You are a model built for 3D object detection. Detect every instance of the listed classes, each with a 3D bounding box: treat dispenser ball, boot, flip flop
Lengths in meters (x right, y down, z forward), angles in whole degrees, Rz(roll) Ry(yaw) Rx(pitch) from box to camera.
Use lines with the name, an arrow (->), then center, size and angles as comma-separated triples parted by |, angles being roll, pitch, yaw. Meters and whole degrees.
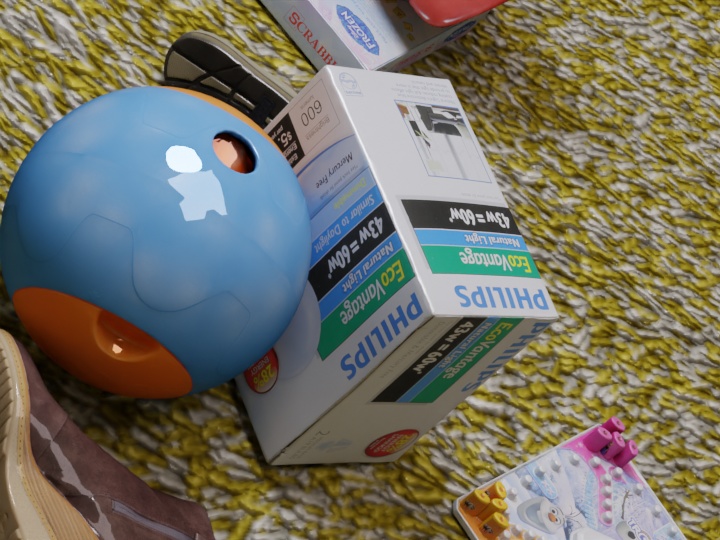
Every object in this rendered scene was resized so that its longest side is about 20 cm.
treat dispenser ball -> -0.131, -0.018, 1.475 | 0.200, 0.201, 0.201 | 23, 44, -24
boot -> -0.168, 0.137, 1.432 | 0.166, 0.072, 0.201 | 19, 44, -45
flip flop -> -0.063, -0.105, 1.717 | 0.200, 0.081, 0.058 | 42, 25, 4

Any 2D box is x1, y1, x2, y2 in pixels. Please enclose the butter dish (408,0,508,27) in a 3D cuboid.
butter dish -> 0.097, -0.294, 1.901 | 0.200, 0.148, 0.200 | -28, 73, -7

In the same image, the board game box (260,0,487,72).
board game box -> -0.013, -0.255, 1.904 | 0.200, 0.041, 0.199 | 51, 39, 6

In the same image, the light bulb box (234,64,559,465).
light bulb box -> 0.000, 0.000, 1.572 | 0.125, 0.198, 0.200 | 2, 55, -43

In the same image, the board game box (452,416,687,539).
board game box -> 0.186, 0.217, 1.683 | 0.200, 0.026, 0.200 | -21, 71, -48
